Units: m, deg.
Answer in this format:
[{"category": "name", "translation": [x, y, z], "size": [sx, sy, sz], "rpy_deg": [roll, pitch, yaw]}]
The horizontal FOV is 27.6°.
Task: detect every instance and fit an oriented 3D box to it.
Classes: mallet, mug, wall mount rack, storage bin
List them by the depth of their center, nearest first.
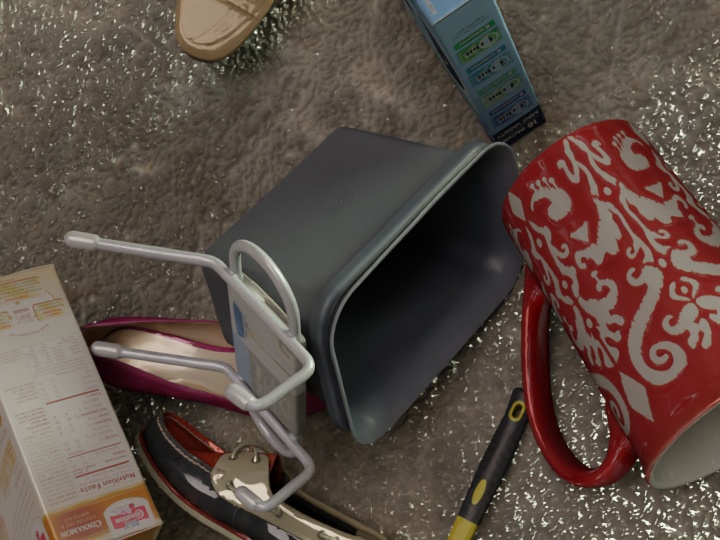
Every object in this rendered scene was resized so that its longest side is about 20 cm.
[{"category": "wall mount rack", "translation": [-0.097, 0.050, 0.903], "size": [0.074, 0.201, 0.174], "rpy_deg": [-33, 60, -25]}, {"category": "mug", "translation": [0.164, 0.026, 0.915], "size": [0.176, 0.134, 0.201], "rpy_deg": [-31, 63, 1]}, {"category": "mallet", "translation": [0.058, 0.167, 0.960], "size": [0.065, 0.041, 0.202], "rpy_deg": [15, 75, 19]}, {"category": "storage bin", "translation": [0.000, 0.000, 0.969], "size": [0.133, 0.147, 0.200], "rpy_deg": [22, 52, 34]}]

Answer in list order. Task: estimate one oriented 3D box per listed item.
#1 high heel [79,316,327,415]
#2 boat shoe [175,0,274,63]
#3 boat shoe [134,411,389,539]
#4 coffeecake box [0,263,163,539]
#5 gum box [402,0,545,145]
[{"category": "high heel", "translation": [-0.095, 0.058, 1.009], "size": [0.198, 0.096, 0.068], "rpy_deg": [6, 75, 20]}, {"category": "boat shoe", "translation": [-0.083, -0.243, 1.116], "size": [0.071, 0.065, 0.202], "rpy_deg": [18, 77, 1]}, {"category": "boat shoe", "translation": [-0.065, 0.152, 0.980], "size": [0.199, 0.071, 0.063], "rpy_deg": [36, 106, 19]}, {"category": "coffeecake box", "translation": [-0.215, 0.125, 0.994], "size": [0.072, 0.154, 0.201], "rpy_deg": [-14, 63, -28]}, {"category": "gum box", "translation": [0.049, -0.191, 0.980], "size": [0.044, 0.200, 0.171], "rpy_deg": [-32, 67, 6]}]
